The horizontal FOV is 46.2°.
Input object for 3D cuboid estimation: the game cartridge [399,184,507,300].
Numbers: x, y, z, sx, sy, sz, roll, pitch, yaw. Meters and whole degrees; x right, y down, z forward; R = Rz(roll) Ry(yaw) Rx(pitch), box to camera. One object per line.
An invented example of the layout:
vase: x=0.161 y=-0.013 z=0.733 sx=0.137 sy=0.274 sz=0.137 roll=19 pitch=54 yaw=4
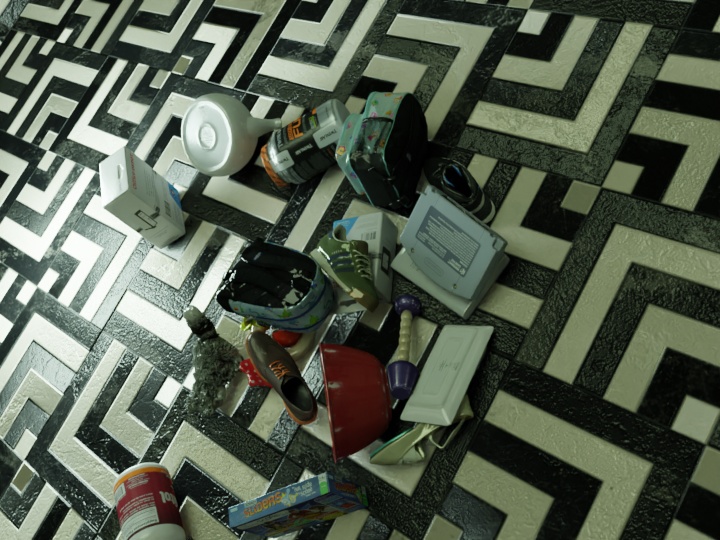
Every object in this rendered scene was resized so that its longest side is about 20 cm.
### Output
game cartridge: x=0.157 y=-0.044 z=1.481 sx=0.200 sy=0.041 sz=0.135 roll=43 pitch=118 yaw=37

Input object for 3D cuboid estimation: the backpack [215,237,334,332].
backpack: x=-0.141 y=0.033 z=1.555 sx=0.197 sy=0.154 sz=0.165 roll=-2 pitch=47 yaw=46

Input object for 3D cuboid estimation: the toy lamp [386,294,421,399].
toy lamp: x=0.077 y=0.132 z=1.457 sx=0.057 sy=0.059 sz=0.202 roll=-16 pitch=39 yaw=25

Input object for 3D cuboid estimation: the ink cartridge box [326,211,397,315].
ink cartridge box: x=0.000 y=0.000 z=1.607 sx=0.114 sy=0.067 sz=0.204 roll=-9 pitch=60 yaw=29

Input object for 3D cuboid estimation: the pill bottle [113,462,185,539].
pill bottle: x=-0.390 y=0.472 z=1.571 sx=0.112 sy=0.113 sz=0.202 roll=-36 pitch=51 yaw=11

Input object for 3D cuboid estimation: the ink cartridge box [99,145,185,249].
ink cartridge box: x=-0.504 y=-0.166 z=1.948 sx=0.083 sy=0.200 sz=0.148 roll=-29 pitch=51 yaw=15

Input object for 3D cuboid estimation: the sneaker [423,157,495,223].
sneaker: x=0.169 y=-0.176 z=1.565 sx=0.073 sy=0.112 sz=0.200 roll=-44 pitch=49 yaw=2

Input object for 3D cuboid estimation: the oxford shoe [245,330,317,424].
oxford shoe: x=-0.141 y=0.186 z=1.543 sx=0.071 sy=0.073 sz=0.201 roll=-36 pitch=77 yaw=-17

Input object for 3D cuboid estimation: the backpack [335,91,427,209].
backpack: x=0.050 y=-0.244 z=1.643 sx=0.151 sy=0.176 sz=0.203 roll=10 pitch=66 yaw=32

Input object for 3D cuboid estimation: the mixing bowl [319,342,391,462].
mixing bowl: x=-0.006 y=0.214 z=1.432 sx=0.106 sy=0.202 sz=0.203 roll=-9 pitch=55 yaw=-4

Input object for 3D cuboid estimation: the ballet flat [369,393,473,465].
ballet flat: x=0.104 y=0.276 z=1.390 sx=0.199 sy=0.069 sz=0.070 roll=-39 pitch=50 yaw=7

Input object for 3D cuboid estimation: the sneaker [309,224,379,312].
sneaker: x=-0.014 y=-0.014 z=1.534 sx=0.090 sy=0.067 sz=0.200 roll=-51 pitch=46 yaw=5

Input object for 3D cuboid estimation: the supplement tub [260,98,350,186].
supplement tub: x=-0.106 y=-0.266 z=1.792 sx=0.197 sy=0.122 sz=0.124 roll=-27 pitch=52 yaw=18

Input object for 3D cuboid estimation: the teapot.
teapot: x=-0.309 y=-0.313 z=1.945 sx=0.199 sy=0.145 sz=0.199 roll=41 pitch=121 yaw=18

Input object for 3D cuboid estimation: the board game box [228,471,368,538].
board game box: x=-0.102 y=0.395 z=1.408 sx=0.197 sy=0.135 sz=0.035 roll=-24 pitch=57 yaw=19

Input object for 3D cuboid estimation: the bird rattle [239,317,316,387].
bird rattle: x=-0.165 y=0.127 z=1.630 sx=0.160 sy=0.113 sz=0.203 roll=-18 pitch=57 yaw=4

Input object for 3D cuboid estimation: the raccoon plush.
raccoon plush: x=-0.319 y=0.185 z=1.640 sx=0.096 sy=0.201 sz=0.135 roll=-13 pitch=35 yaw=46

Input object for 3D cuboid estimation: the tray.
tray: x=0.142 y=0.165 z=1.406 sx=0.106 sy=0.022 sz=0.202 roll=-1 pitch=47 yaw=41

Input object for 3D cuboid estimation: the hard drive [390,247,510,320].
hard drive: x=0.160 y=-0.013 z=1.536 sx=0.199 sy=0.025 sz=0.133 roll=35 pitch=87 yaw=41
